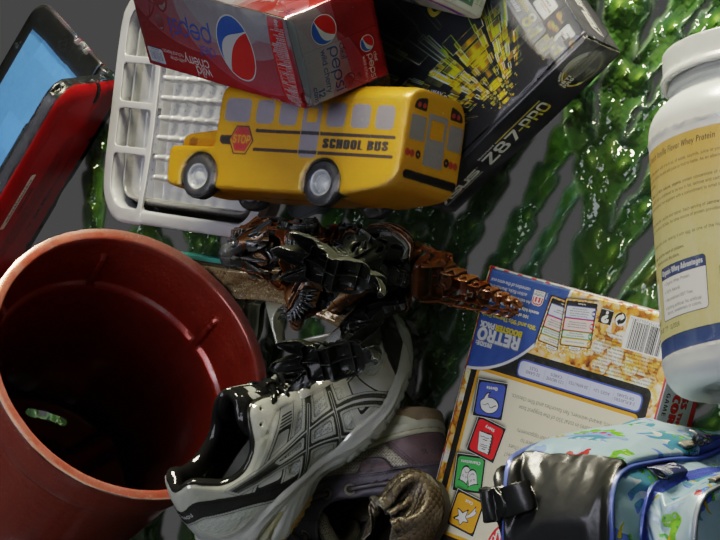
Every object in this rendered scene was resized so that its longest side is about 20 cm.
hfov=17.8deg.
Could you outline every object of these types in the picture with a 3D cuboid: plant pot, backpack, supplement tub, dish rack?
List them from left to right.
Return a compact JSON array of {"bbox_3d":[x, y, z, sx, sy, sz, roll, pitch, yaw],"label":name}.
[{"bbox_3d":[-0.194,0.107,1.592,0.195,0.199,0.202,-48,53,49],"label":"plant pot"},{"bbox_3d":[-0.108,-0.112,1.647,0.199,0.043,0.173,9,92,51],"label":"dish rack"},{"bbox_3d":[0.178,0.178,1.294,0.146,0.199,0.185,3,99,37],"label":"backpack"},{"bbox_3d":[0.239,-0.031,1.323,0.144,0.144,0.202,-11,75,36],"label":"supplement tub"}]

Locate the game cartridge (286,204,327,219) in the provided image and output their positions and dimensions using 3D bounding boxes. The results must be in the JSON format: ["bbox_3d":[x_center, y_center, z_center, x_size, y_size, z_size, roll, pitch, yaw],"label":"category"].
[{"bbox_3d":[0.018,-0.131,1.585,0.199,0.041,0.134,-24,64,32],"label":"game cartridge"}]

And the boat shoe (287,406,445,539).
[{"bbox_3d":[-0.023,0.156,1.541,0.199,0.072,0.065,-29,60,24],"label":"boat shoe"}]

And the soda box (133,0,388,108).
[{"bbox_3d":[-0.068,-0.160,1.497,0.199,0.070,0.064,22,131,52],"label":"soda box"}]

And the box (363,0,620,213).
[{"bbox_3d":[0.059,-0.164,1.506,0.161,0.049,0.201,-41,58,23],"label":"box"}]

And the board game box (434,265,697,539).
[{"bbox_3d":[0.126,0.112,1.447,0.151,0.046,0.202,16,92,39],"label":"board game box"}]

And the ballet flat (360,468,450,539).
[{"bbox_3d":[0.001,0.220,1.458,0.067,0.046,0.201,22,91,43],"label":"ballet flat"}]

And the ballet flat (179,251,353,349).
[{"bbox_3d":[-0.065,0.021,1.600,0.199,0.070,0.066,2,85,40],"label":"ballet flat"}]

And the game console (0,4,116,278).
[{"bbox_3d":[-0.282,-0.091,1.762,0.118,0.172,0.201,35,105,9],"label":"game console"}]

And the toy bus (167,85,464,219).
[{"bbox_3d":[-0.032,-0.078,1.490,0.199,0.065,0.079,5,86,39],"label":"toy bus"}]

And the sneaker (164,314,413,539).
[{"bbox_3d":[-0.044,0.092,1.480,0.075,0.088,0.200,16,63,51],"label":"sneaker"}]

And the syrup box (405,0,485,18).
[{"bbox_3d":[-0.004,-0.227,1.487,0.199,0.081,0.079,20,92,40],"label":"syrup box"}]

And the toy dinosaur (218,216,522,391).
[{"bbox_3d":[0.000,0.000,1.474,0.199,0.136,0.103,-12,105,28],"label":"toy dinosaur"}]
